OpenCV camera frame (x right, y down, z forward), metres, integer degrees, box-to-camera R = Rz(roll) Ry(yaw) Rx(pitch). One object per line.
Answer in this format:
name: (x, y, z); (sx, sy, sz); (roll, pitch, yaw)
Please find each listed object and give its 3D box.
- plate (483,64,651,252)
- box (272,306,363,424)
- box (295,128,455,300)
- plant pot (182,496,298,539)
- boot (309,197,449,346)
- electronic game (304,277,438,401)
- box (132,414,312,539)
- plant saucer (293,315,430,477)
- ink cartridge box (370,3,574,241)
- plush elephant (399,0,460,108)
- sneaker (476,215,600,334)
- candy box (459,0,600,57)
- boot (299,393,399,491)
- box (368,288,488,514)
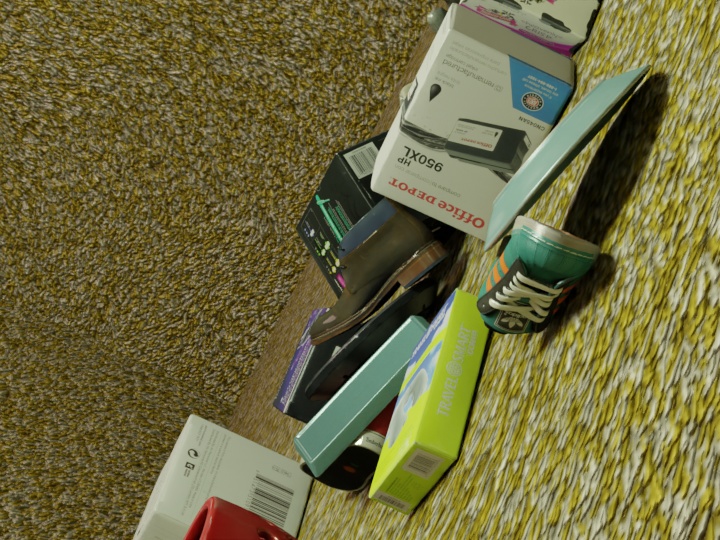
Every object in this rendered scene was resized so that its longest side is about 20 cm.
plate: (0.160, -0.096, 1.283); (0.200, 0.026, 0.200); (-47, -4, -5)
box: (-0.035, 0.135, 2.069); (0.200, 0.104, 0.149); (160, 133, -81)
box: (0.031, -0.072, 1.923); (0.148, 0.125, 0.200); (-26, -16, -27)
plant pot: (-0.097, 0.331, 1.436); (0.200, 0.181, 0.202); (-155, 90, -85)
boot: (0.000, 0.000, 1.791); (0.199, 0.097, 0.075); (-37, -3, 22)
electronic game: (0.013, 0.080, 1.820); (0.200, 0.042, 0.200); (-42, -9, -8)
box: (-0.191, 0.339, 2.174); (0.200, 0.199, 0.131); (-74, 11, -53)
plant saucer: (0.006, 0.130, 1.697); (0.200, 0.019, 0.070); (-47, 31, 1)
ink cartridge box: (0.116, -0.152, 1.657); (0.084, 0.144, 0.201); (-77, 12, -61)
plush elephant: (0.125, -0.218, 1.811); (0.155, 0.164, 0.200); (-53, -26, -15)
sneaker: (0.134, 0.012, 1.230); (0.200, 0.071, 0.081); (105, -173, -83)
candy box: (0.205, -0.348, 1.690); (0.061, 0.135, 0.201); (130, 164, -74)
boot: (0.004, 0.164, 1.787); (0.200, 0.072, 0.145); (-39, 26, 60)
box: (0.071, 0.113, 1.477); (0.122, 0.047, 0.201); (122, 170, -51)
